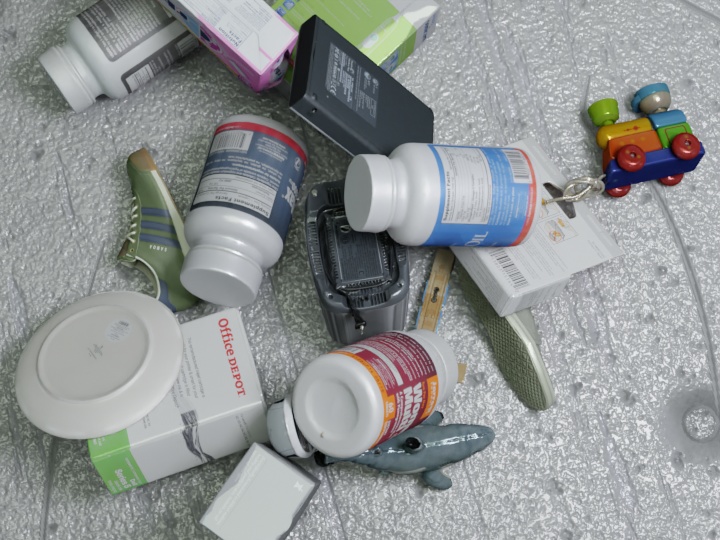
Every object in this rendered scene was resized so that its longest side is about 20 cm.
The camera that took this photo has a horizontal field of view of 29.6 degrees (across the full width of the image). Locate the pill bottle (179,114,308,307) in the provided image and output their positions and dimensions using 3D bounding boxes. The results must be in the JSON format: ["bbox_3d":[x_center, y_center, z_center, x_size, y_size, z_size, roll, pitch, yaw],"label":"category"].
[{"bbox_3d":[-0.138,-0.066,1.572,0.119,0.120,0.201,13,64,2],"label":"pill bottle"}]

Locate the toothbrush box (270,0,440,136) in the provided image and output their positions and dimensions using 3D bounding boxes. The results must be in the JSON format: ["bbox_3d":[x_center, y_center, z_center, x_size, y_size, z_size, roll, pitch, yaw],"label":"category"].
[{"bbox_3d":[-0.024,-0.289,1.657,0.146,0.086,0.200,44,83,7],"label":"toothbrush box"}]

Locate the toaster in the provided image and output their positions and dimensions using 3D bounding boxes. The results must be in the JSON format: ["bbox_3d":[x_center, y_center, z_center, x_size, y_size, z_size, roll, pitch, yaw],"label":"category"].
[{"bbox_3d":[0.000,0.000,1.564,0.113,0.129,0.201,-10,63,-2],"label":"toaster"}]

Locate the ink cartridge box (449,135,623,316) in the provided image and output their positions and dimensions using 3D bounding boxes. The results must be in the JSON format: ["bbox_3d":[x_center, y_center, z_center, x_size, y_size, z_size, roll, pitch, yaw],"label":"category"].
[{"bbox_3d":[0.184,-0.056,1.607,0.175,0.045,0.201,-18,60,-30],"label":"ink cartridge box"}]

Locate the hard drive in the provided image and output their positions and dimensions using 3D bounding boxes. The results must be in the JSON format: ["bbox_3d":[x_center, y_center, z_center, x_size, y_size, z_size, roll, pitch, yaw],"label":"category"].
[{"bbox_3d":[0.007,-0.183,1.549,0.199,0.033,0.140,35,41,-30],"label":"hard drive"}]

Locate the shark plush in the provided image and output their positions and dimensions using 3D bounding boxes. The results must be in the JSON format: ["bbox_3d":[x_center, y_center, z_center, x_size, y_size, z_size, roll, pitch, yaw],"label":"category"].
[{"bbox_3d":[0.049,0.190,1.536,0.198,0.083,0.092,12,72,-24],"label":"shark plush"}]

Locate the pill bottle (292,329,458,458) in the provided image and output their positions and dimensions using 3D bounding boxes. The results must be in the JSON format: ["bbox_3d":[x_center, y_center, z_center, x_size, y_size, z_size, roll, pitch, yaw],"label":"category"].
[{"bbox_3d":[0.022,0.126,1.474,0.109,0.200,0.111,6,102,31],"label":"pill bottle"}]

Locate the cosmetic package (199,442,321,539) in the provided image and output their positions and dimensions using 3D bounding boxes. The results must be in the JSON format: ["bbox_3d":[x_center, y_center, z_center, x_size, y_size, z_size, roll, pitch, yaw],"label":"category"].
[{"bbox_3d":[-0.105,0.252,1.490,0.090,0.200,0.107,34,82,8],"label":"cosmetic package"}]

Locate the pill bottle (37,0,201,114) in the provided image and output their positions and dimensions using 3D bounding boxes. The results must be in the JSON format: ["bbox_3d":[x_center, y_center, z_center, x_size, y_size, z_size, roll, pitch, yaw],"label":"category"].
[{"bbox_3d":[-0.283,-0.277,1.641,0.199,0.111,0.111,-36,81,-7],"label":"pill bottle"}]

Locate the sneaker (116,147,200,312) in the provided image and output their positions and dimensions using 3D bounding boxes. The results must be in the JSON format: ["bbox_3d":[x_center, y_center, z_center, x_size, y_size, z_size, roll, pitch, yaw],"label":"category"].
[{"bbox_3d":[-0.252,-0.041,1.615,0.089,0.067,0.201,-25,83,-11],"label":"sneaker"}]

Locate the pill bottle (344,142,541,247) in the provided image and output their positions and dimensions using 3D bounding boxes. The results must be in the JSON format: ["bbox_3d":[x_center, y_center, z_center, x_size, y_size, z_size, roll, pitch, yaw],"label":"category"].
[{"bbox_3d":[0.088,-0.082,1.488,0.198,0.112,0.113,1,78,-22],"label":"pill bottle"}]

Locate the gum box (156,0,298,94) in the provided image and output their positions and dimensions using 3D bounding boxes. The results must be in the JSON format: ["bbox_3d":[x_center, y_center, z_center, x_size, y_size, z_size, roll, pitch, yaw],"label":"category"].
[{"bbox_3d":[-0.159,-0.292,1.542,0.200,0.113,0.066,43,83,-2],"label":"gum box"}]

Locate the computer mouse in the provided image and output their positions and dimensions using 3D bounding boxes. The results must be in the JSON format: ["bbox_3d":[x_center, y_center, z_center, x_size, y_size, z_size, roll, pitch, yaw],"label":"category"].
[{"bbox_3d":[-0.070,0.169,1.513,0.044,0.200,0.111,-14,83,11],"label":"computer mouse"}]

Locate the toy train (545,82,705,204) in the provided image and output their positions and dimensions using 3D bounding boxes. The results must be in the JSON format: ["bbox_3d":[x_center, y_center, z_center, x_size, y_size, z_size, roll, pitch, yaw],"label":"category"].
[{"bbox_3d":[0.299,-0.153,1.630,0.198,0.085,0.117,-12,68,-10],"label":"toy train"}]

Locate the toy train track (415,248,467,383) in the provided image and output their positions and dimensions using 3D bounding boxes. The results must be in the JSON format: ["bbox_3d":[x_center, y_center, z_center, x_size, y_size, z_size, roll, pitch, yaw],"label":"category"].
[{"bbox_3d":[0.079,0.073,1.616,0.114,0.033,0.202,13,73,9],"label":"toy train track"}]

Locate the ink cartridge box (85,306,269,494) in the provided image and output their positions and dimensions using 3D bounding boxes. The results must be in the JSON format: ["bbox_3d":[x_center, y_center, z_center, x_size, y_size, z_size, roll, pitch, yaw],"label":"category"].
[{"bbox_3d":[-0.210,0.145,1.543,0.198,0.084,0.146,-18,51,-3],"label":"ink cartridge box"}]

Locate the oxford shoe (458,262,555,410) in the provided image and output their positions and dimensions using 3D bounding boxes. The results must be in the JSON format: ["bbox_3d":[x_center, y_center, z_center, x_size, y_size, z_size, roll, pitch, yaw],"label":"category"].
[{"bbox_3d":[0.183,0.067,1.600,0.057,0.075,0.201,-20,79,-32],"label":"oxford shoe"}]

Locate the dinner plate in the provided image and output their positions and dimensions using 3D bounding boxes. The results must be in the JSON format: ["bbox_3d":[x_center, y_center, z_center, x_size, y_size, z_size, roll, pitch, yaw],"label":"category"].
[{"bbox_3d":[-0.296,0.098,1.529,0.198,0.024,0.201,-6,50,7],"label":"dinner plate"}]
